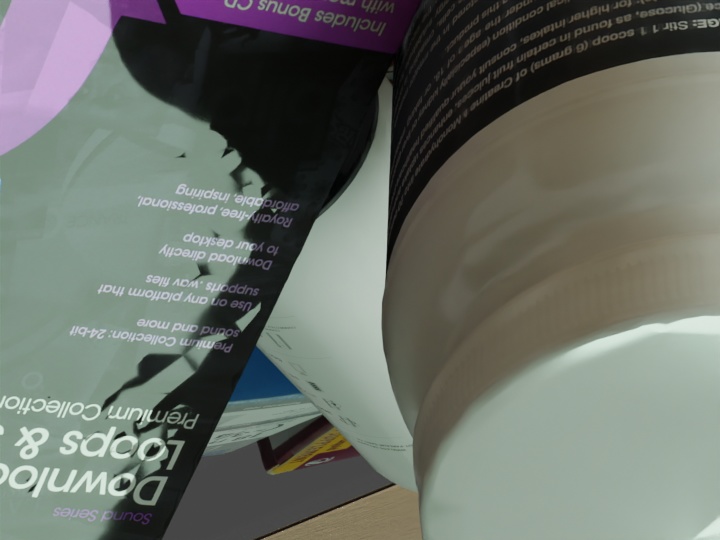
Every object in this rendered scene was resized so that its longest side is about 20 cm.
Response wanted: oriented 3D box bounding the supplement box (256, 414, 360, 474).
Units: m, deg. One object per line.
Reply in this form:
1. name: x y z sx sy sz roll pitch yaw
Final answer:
1. supplement box: 0.059 0.009 1.068 0.199 0.086 0.110 -10 166 -28

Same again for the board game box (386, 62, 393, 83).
1. board game box: -0.023 -0.047 0.871 0.200 0.020 0.103 -23 165 30

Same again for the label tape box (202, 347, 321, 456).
1. label tape box: -0.098 0.038 0.987 0.144 0.064 0.200 -5 169 -31

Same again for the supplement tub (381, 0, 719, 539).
1. supplement tub: 0.075 -0.022 0.601 0.140 0.200 0.141 2 136 2

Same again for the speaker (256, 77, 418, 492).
1. speaker: 0.000 0.000 0.828 0.081 0.081 0.200 -19 151 13

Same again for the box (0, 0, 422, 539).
1. box: -0.082 -0.010 0.598 0.143 0.036 0.200 8 123 -32
